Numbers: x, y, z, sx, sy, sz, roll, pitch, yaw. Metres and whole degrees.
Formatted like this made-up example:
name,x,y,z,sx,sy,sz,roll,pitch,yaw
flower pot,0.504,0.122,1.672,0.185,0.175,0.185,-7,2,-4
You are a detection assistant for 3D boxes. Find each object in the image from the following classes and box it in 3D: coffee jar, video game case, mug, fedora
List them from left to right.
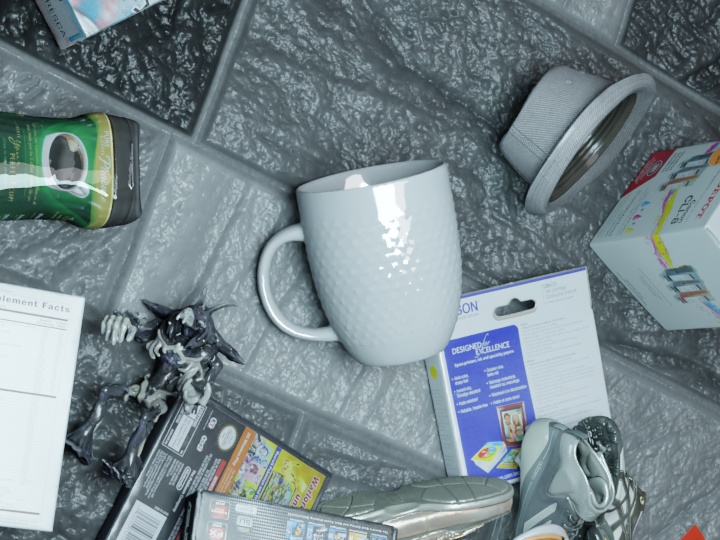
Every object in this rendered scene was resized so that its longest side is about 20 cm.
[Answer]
name,x,y,z,sx,sy,sz,roll,pitch,yaw
coffee jar,-0.289,-0.089,1.554,0.199,0.085,0.105,2,83,-28
video game case,-0.140,0.235,1.649,0.180,0.025,0.201,34,70,-23
mug,0.000,0.000,1.691,0.198,0.148,0.177,-10,100,1
fedora,0.210,-0.149,1.821,0.090,0.177,0.200,39,42,14

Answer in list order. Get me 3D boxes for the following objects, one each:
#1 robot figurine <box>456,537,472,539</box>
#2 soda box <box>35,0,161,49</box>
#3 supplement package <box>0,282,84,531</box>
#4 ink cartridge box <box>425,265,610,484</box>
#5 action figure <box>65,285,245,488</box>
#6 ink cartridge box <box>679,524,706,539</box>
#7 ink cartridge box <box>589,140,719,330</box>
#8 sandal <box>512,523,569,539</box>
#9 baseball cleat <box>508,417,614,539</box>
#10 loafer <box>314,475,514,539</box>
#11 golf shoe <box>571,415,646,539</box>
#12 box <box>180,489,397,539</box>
name,x,y,z,sx,sy,sz,roll,pitch,yaw
robot figurine,0.092,0.357,1.701,0.058,0.145,0.202,2,71,-6
soda box,-0.198,-0.276,1.627,0.199,0.068,0.064,-33,102,-28
supplement package,-0.316,0.114,1.510,0.113,0.109,0.202,12,81,-28
ink cartridge box,0.162,0.112,1.819,0.196,0.047,0.202,-11,91,-28
action figure,-0.182,0.092,1.588,0.118,0.102,0.201,30,74,9
ink cartridge box,0.377,0.405,1.916,0.162,0.057,0.201,-41,110,-25
ink cartridge box,0.376,-0.038,1.859,0.145,0.200,0.146,46,66,-19
sandal,0.188,0.311,1.729,0.079,0.059,0.207,-30,144,4
baseball cleat,0.199,0.248,1.761,0.070,0.106,0.201,-27,122,-38
loafer,0.053,0.246,1.726,0.198,0.072,0.063,-7,107,-12
golf shoe,0.249,0.223,1.822,0.094,0.077,0.201,-29,134,-40
box,-0.071,0.297,1.612,0.199,0.044,0.161,14,70,-18
